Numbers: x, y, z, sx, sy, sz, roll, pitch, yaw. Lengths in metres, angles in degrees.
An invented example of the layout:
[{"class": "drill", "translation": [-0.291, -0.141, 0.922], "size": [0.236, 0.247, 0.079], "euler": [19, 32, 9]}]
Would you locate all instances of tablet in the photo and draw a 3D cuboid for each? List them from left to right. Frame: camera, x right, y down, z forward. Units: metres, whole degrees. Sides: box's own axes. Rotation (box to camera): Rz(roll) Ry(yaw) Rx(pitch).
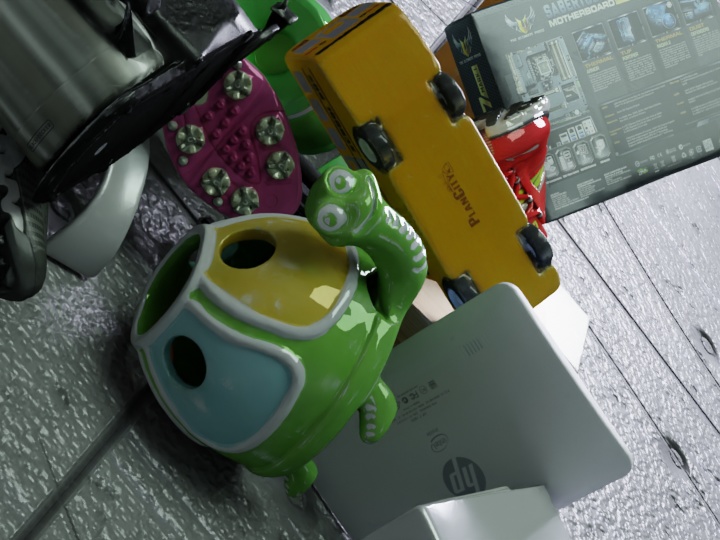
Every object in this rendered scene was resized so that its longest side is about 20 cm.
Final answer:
[{"class": "tablet", "translation": [0.051, 0.102, 1.155], "size": [0.130, 0.200, 0.014], "euler": [56, 37, -1]}]

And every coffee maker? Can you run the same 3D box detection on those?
[{"class": "coffee maker", "translation": [-0.165, -0.160, 1.041], "size": [0.200, 0.135, 0.192], "euler": [50, 22, 0]}]

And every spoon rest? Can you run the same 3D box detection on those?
[{"class": "spoon rest", "translation": [-0.157, -0.091, 1.177], "size": [0.099, 0.061, 0.200], "euler": [32, 36, -39]}]

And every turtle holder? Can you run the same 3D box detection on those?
[{"class": "turtle holder", "translation": [-0.045, 0.032, 1.099], "size": [0.132, 0.185, 0.141], "euler": [30, 64, -19]}]

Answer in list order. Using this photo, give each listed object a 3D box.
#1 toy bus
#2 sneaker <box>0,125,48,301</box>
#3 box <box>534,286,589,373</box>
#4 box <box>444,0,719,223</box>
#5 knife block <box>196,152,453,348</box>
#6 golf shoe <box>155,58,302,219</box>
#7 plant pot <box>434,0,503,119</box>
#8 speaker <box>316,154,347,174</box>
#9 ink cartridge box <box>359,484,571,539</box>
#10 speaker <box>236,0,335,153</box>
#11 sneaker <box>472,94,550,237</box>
[{"class": "toy bus", "translation": [0.038, -0.058, 1.170], "size": [0.200, 0.065, 0.078], "euler": [58, -16, -18]}, {"class": "sneaker", "translation": [-0.183, -0.072, 1.084], "size": [0.090, 0.066, 0.200], "euler": [1, 55, -32]}, {"class": "box", "translation": [0.065, 0.005, 1.404], "size": [0.200, 0.095, 0.078], "euler": [47, 29, -15]}, {"class": "box", "translation": [0.177, -0.135, 1.418], "size": [0.200, 0.051, 0.158], "euler": [-22, 93, -23]}, {"class": "knife block", "translation": [0.000, 0.000, 1.221], "size": [0.064, 0.200, 0.176], "euler": [-23, 110, -63]}, {"class": "golf shoe", "translation": [-0.103, -0.112, 1.167], "size": [0.200, 0.075, 0.092], "euler": [55, -2, -9]}, {"class": "plant pot", "translation": [0.135, -0.138, 1.574], "size": [0.200, 0.183, 0.200], "euler": [40, 31, -30]}, {"class": "speaker", "translation": [0.016, 0.025, 1.308], "size": [0.200, 0.088, 0.088], "euler": [56, 27, -1]}, {"class": "ink cartridge box", "translation": [0.056, 0.239, 1.071], "size": [0.146, 0.147, 0.200], "euler": [1, 59, -58]}, {"class": "speaker", "translation": [-0.044, -0.127, 1.292], "size": [0.089, 0.088, 0.200], "euler": [60, 3, 7]}, {"class": "sneaker", "translation": [0.098, -0.055, 1.280], "size": [0.200, 0.077, 0.085], "euler": [64, 6, -79]}]
